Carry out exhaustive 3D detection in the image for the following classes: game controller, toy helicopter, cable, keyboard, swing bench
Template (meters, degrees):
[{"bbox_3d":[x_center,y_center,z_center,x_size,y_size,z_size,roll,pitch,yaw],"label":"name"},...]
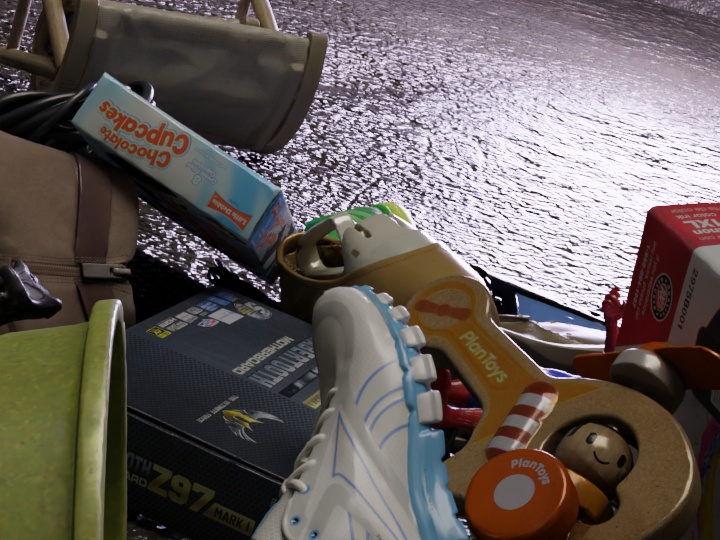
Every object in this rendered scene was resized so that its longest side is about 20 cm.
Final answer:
[{"bbox_3d":[0.142,0.052,1.219,0.199,0.042,0.104,20,15,-6],"label":"game controller"},{"bbox_3d":[0.084,0.057,0.902,0.132,0.079,0.200,-35,42,-5],"label":"toy helicopter"},{"bbox_3d":[-0.214,-0.091,1.248,0.162,0.051,0.200,3,-7,-21],"label":"cable"},{"bbox_3d":[-0.094,0.018,1.199,0.200,0.021,0.127,28,22,35],"label":"keyboard"},{"bbox_3d":[-0.159,-0.170,1.565,0.198,0.130,0.200,7,24,-25],"label":"swing bench"}]

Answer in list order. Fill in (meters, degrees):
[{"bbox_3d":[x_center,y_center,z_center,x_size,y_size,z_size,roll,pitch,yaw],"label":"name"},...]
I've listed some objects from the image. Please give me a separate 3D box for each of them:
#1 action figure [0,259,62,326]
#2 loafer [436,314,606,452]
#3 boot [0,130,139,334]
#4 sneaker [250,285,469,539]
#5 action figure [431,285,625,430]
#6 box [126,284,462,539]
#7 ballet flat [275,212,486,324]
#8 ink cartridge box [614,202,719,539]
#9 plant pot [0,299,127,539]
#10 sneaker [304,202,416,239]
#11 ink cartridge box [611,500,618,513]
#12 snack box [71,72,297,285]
[{"bbox_3d":[-0.223,0.052,0.843,0.200,0.102,0.119,-40,79,-23],"label":"action figure"},{"bbox_3d":[0.090,0.063,1.124,0.199,0.077,0.067,8,5,-7],"label":"loafer"},{"bbox_3d":[-0.188,-0.046,1.050,0.145,0.201,0.070,-1,-3,-30],"label":"boot"},{"bbox_3d":[-0.007,0.092,0.843,0.086,0.075,0.201,-3,55,-16],"label":"sneaker"},{"bbox_3d":[0.120,0.044,1.026,0.199,0.099,0.065,12,18,-31],"label":"action figure"},{"bbox_3d":[-0.050,0.075,0.993,0.157,0.051,0.200,24,20,15],"label":"box"},{"bbox_3d":[0.000,0.000,1.073,0.068,0.063,0.200,-18,4,-26],"label":"ballet flat"},{"bbox_3d":[0.192,0.076,0.899,0.082,0.147,0.200,1,25,-21],"label":"ink cartridge box"},{"bbox_3d":[-0.166,0.107,0.607,0.183,0.202,0.200,2,18,-5],"label":"plant pot"},{"bbox_3d":[0.003,0.015,1.226,0.083,0.075,0.200,-3,19,-8],"label":"sneaker"},{"bbox_3d":[0.166,0.148,0.968,0.197,0.047,0.200,23,16,22],"label":"ink cartridge box"},{"bbox_3d":[-0.095,-0.048,1.153,0.116,0.037,0.200,33,-6,5],"label":"snack box"}]
